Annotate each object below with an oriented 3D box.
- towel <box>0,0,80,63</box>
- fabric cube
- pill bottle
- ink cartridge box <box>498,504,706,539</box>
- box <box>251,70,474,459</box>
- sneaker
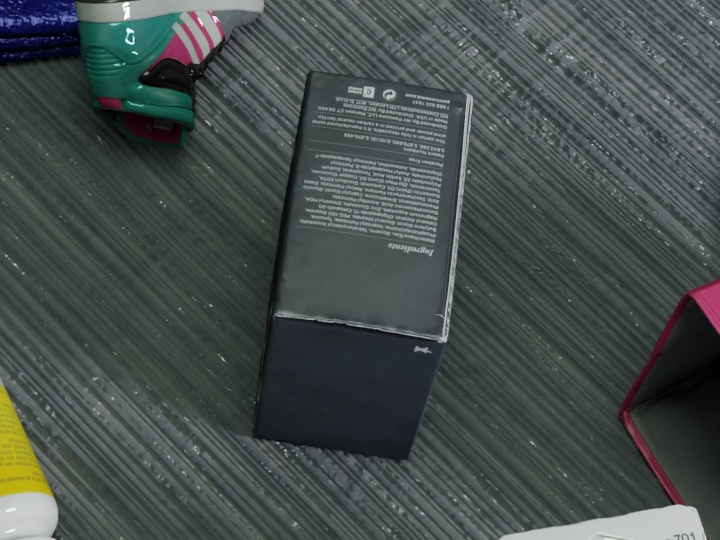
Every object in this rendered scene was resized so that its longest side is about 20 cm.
[{"bbox_3d":[-0.260,-0.262,1.631,0.147,0.050,0.201,-9,64,-13],"label":"towel"},{"bbox_3d":[0.335,0.100,1.447,0.199,0.200,0.197,-22,66,-20],"label":"fabric cube"},{"bbox_3d":[-0.271,0.144,1.374,0.114,0.114,0.200,-21,67,-19],"label":"pill bottle"},{"bbox_3d":[0.139,0.239,1.340,0.146,0.200,0.086,-8,63,-13],"label":"ink cartridge box"},{"bbox_3d":[0.000,0.000,1.446,0.123,0.200,0.197,7,60,-3],"label":"box"},{"bbox_3d":[-0.143,-0.157,1.579,0.083,0.121,0.200,10,15,33],"label":"sneaker"}]
